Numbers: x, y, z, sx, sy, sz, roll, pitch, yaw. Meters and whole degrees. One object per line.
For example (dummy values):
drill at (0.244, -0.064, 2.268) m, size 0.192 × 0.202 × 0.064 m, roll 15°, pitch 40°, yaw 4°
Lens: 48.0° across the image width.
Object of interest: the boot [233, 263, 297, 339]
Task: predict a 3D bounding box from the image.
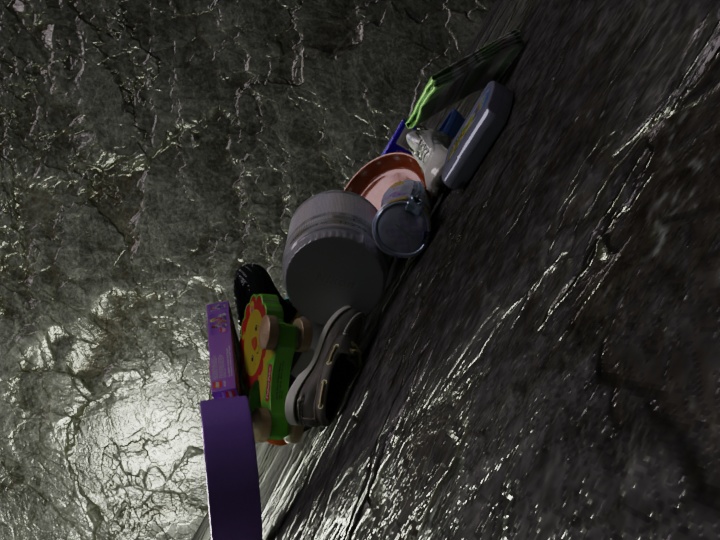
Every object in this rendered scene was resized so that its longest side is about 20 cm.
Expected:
boot at (-0.117, 0.046, 1.330) m, size 0.168 × 0.076 × 0.201 m, roll -25°, pitch -43°, yaw -30°

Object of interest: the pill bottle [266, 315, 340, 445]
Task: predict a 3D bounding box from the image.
pill bottle at (-0.093, 0.174, 1.230) m, size 0.200 × 0.106 × 0.106 m, roll -60°, pitch 3°, yaw 25°

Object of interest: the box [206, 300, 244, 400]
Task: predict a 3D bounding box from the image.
box at (-0.204, 0.163, 1.258) m, size 0.200 × 0.039 × 0.137 m, roll -107°, pitch 8°, yaw -51°

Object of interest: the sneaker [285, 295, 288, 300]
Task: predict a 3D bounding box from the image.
sneaker at (-0.110, 0.087, 1.493) m, size 0.121 × 0.083 × 0.200 m, roll 119°, pitch 176°, yaw -61°

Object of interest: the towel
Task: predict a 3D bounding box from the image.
towel at (0.175, -0.312, 1.348) m, size 0.200 × 0.031 × 0.149 m, roll -33°, pitch -11°, yaw -23°

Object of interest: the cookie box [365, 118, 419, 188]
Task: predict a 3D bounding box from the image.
cookie box at (0.071, -0.203, 1.556) m, size 0.171 × 0.075 × 0.200 m, roll -60°, pitch 4°, yaw 12°

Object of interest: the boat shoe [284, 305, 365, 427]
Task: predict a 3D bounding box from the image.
boat shoe at (-0.032, 0.129, 1.092) m, size 0.202 × 0.060 × 0.072 m, roll -60°, pitch -35°, yaw -40°

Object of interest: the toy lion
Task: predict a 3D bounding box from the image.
toy lion at (-0.137, 0.134, 1.161) m, size 0.192 × 0.068 × 0.201 m, roll 179°, pitch 96°, yaw -65°

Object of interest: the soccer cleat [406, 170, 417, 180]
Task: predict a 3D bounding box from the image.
soccer cleat at (0.083, -0.109, 1.425) m, size 0.200 × 0.069 × 0.085 m, roll -43°, pitch 48°, yaw 9°

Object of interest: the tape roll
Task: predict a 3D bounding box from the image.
tape roll at (-0.174, 0.270, 1.076) m, size 0.200 × 0.065 × 0.201 m, roll 176°, pitch 90°, yaw -77°

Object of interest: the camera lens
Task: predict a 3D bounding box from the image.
camera lens at (-0.037, -0.024, 1.242) m, size 0.160 × 0.160 × 0.200 m, roll -59°, pitch 12°, yaw 21°

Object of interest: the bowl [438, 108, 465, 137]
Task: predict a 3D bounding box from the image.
bowl at (0.143, -0.212, 1.554) m, size 0.201 × 0.039 × 0.201 m, roll -60°, pitch 3°, yaw 5°

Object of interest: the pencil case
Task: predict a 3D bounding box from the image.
pencil case at (0.065, -0.081, 1.199) m, size 0.200 × 0.083 × 0.091 m, roll -69°, pitch -9°, yaw -76°

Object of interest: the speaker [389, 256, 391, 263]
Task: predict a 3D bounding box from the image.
speaker at (0.000, 0.000, 1.478) m, size 0.089 × 0.088 × 0.200 m, roll -57°, pitch 5°, yaw 41°

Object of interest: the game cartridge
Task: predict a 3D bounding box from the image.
game cartridge at (0.165, -0.197, 1.132) m, size 0.133 × 0.040 × 0.200 m, roll -55°, pitch 5°, yaw 23°

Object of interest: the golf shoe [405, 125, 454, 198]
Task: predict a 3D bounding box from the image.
golf shoe at (0.110, -0.181, 1.297) m, size 0.078 × 0.097 × 0.200 m, roll -58°, pitch 5°, yaw 22°

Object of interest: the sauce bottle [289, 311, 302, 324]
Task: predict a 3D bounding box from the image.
sauce bottle at (-0.113, 0.132, 1.303) m, size 0.200 × 0.066 × 0.066 m, roll -51°, pitch 5°, yaw 13°

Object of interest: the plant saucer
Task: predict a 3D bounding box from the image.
plant saucer at (0.041, -0.109, 1.393) m, size 0.200 × 0.032 × 0.201 m, roll -20°, pitch 56°, yaw 31°
